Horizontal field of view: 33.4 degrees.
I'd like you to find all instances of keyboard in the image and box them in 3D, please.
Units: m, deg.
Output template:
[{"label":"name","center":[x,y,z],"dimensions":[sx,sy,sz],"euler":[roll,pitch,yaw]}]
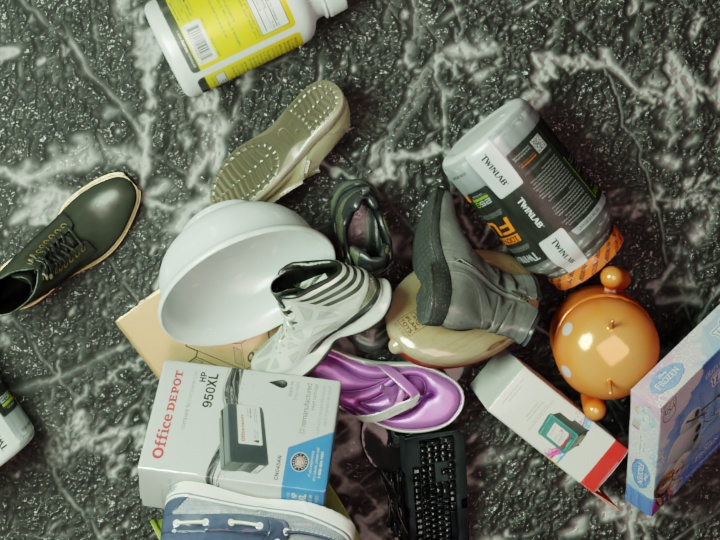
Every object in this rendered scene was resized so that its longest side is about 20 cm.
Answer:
[{"label":"keyboard","center":[0.078,0.285,1.407],"dimensions":[0.104,0.040,0.200],"euler":[-7,111,-4]}]

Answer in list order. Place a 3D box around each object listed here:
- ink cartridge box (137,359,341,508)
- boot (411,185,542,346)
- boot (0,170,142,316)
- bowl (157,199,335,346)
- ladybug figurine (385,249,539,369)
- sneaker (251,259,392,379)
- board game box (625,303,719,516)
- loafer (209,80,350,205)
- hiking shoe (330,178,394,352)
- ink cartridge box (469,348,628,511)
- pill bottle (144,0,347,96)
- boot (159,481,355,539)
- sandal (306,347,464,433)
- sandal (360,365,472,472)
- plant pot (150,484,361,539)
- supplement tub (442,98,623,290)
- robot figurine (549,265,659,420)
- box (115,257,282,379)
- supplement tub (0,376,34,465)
[{"label":"ink cartridge box","center":[-0.129,0.187,1.299],"dimensions":[0.200,0.145,0.084],"euler":[7,140,1]},{"label":"boot","center":[0.129,-0.001,1.322],"dimensions":[0.132,0.200,0.070],"euler":[12,139,-11]},{"label":"boot","center":[-0.319,-0.022,1.293],"dimensions":[0.077,0.138,0.200],"euler":[43,91,-9]},{"label":"bowl","center":[-0.135,-0.012,1.293],"dimensions":[0.201,0.201,0.090],"euler":[-27,62,-2]},{"label":"ladybug figurine","center":[0.111,0.051,1.357],"dimensions":[0.200,0.072,0.136],"euler":[-23,59,-25]},{"label":"sneaker","center":[-0.073,0.046,1.299],"dimensions":[0.200,0.076,0.115],"euler":[-36,130,28]},{"label":"board game box","center":[0.376,0.148,1.345],"dimensions":[0.200,0.043,0.199],"euler":[-38,139,-26]},{"label":"loafer","center":[-0.082,-0.123,1.336],"dimensions":[0.200,0.068,0.076],"euler":[-40,58,14]},{"label":"hiking shoe","center":[0.000,0.000,1.347],"dimensions":[0.076,0.101,0.200],"euler":[-8,99,-4]},{"label":"ink cartridge box","center":[0.230,0.182,1.389],"dimensions":[0.200,0.116,0.067],"euler":[38,93,-10]},{"label":"pill bottle","center":[-0.121,-0.278,1.291],"dimensions":[0.200,0.112,0.113],"euler":[-26,100,-2]},{"label":"boot","center":[-0.108,0.283,1.226],"dimensions":[0.200,0.090,0.073],"euler":[11,139,-3]},{"label":"sandal","center":[0.017,0.139,1.363],"dimensions":[0.202,0.050,0.083],"euler":[12,94,2]},{"label":"sandal","center":[0.066,0.147,1.404],"dimensions":[0.076,0.043,0.200],"euler":[33,93,-9]},{"label":"plant pot","center":[-0.103,0.322,1.349],"dimensions":[0.193,0.200,0.201],"euler":[-28,100,-13]},{"label":"supplement tub","center":[0.197,-0.082,1.346],"dimensions":[0.123,0.123,0.200],"euler":[-41,99,1]},{"label":"robot figurine","center":[0.269,0.076,1.333],"dimensions":[0.117,0.200,0.144],"euler":[44,99,-1]},{"label":"box","center":[-0.157,0.089,1.384],"dimensions":[0.163,0.021,0.200],"euler":[-36,99,-1]},{"label":"supplement tub","center":[-0.458,0.130,1.309],"dimensions":[0.122,0.123,0.200],"euler":[-31,101,-1]}]
